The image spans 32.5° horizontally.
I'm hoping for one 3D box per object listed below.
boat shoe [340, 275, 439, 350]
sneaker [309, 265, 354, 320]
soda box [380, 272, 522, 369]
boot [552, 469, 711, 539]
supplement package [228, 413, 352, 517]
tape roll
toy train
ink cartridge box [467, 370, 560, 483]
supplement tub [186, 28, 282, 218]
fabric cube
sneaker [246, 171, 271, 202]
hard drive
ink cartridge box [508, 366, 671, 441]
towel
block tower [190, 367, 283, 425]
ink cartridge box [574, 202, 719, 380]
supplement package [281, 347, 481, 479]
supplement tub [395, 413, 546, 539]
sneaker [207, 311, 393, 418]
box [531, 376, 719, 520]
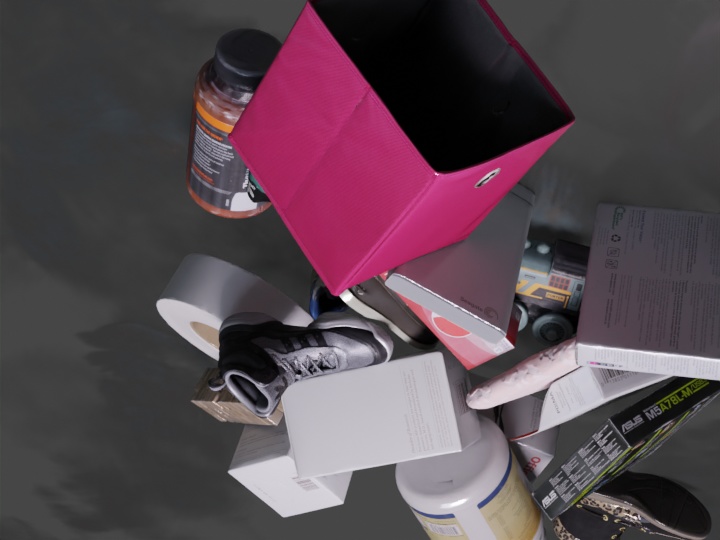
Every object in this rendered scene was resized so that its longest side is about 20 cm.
[{"bbox_3d":[0.046,0.032,1.396,0.061,0.072,0.201,-43,141,14],"label":"boat shoe"},{"bbox_3d":[0.000,0.000,1.437,0.077,0.085,0.200,28,138,-12],"label":"sneaker"},{"bbox_3d":[0.085,0.010,1.324,0.070,0.064,0.200,-30,113,35],"label":"soda box"},{"bbox_3d":[0.364,0.343,1.695,0.199,0.073,0.151,18,139,6],"label":"boot"},{"bbox_3d":[-0.069,0.196,1.592,0.109,0.200,0.114,-20,128,37],"label":"supplement package"},{"bbox_3d":[-0.149,0.064,1.520,0.202,0.071,0.203,26,161,10],"label":"tape roll"},{"bbox_3d":[0.178,0.009,1.392,0.199,0.085,0.114,16,128,6],"label":"toy train"},{"bbox_3d":[0.144,0.211,1.620,0.199,0.084,0.145,21,140,-4],"label":"ink cartridge box"},{"bbox_3d":[-0.125,-0.154,1.294,0.107,0.107,0.200,17,140,1],"label":"supplement tub"},{"bbox_3d":[0.033,-0.130,1.140,0.200,0.196,0.199,55,139,13],"label":"fabric cube"},{"bbox_3d":[-0.030,-0.099,1.302,0.199,0.072,0.080,3,144,-34],"label":"sneaker"},{"bbox_3d":[0.107,-0.034,1.270,0.132,0.200,0.027,28,139,-12],"label":"hard drive"},{"bbox_3d":[0.278,0.138,1.457,0.160,0.047,0.200,-15,167,-31],"label":"ink cartridge box"},{"bbox_3d":[0.245,0.100,1.411,0.200,0.191,0.032,-35,73,44],"label":"towel"},{"bbox_3d":[-0.151,0.159,1.572,0.058,0.054,0.200,36,161,-19],"label":"block tower"},{"bbox_3d":[0.328,0.020,1.253,0.199,0.197,0.043,7,140,14],"label":"ink cartridge box"},{"bbox_3d":[0.024,0.164,1.442,0.199,0.117,0.118,-13,87,16],"label":"supplement package"},{"bbox_3d":[0.142,0.287,1.528,0.144,0.145,0.200,-7,133,27],"label":"supplement tub"},{"bbox_3d":[-0.068,0.107,1.354,0.199,0.114,0.076,3,132,10],"label":"sneaker"},{"bbox_3d":[0.321,0.201,1.474,0.048,0.193,0.200,55,145,20],"label":"box"}]
